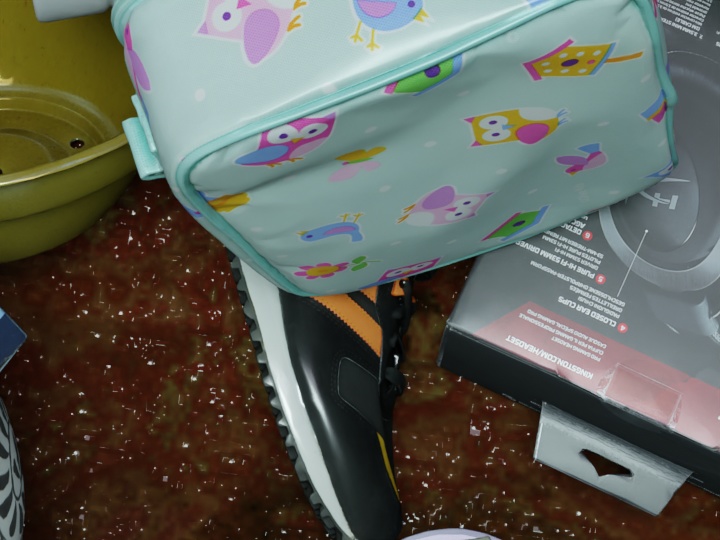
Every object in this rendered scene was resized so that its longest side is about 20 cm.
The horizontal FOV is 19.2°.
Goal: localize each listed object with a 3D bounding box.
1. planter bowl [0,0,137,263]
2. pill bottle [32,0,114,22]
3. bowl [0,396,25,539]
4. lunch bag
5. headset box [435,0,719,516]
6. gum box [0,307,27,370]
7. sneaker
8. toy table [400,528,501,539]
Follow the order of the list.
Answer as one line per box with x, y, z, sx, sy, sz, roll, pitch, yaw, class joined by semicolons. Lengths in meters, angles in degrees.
-0.138;-0.061;0.765;0.199;0.084;0.201;-1;42;1;planter bowl
-0.017;-0.141;0.702;0.199;0.111;0.112;-12;77;-7;pill bottle
-0.182;0.105;0.722;0.200;0.094;0.201;-23;38;19;bowl
0.013;-0.059;0.657;0.159;0.200;0.078;-18;72;7;lunch bag
0.127;-0.012;0.781;0.148;0.077;0.201;24;78;5;headset box
-0.224;0.055;0.695;0.170;0.199;0.045;-52;126;-20;gum box
0.000;0.000;0.779;0.089;0.070;0.201;-16;76;-2;sneaker
0.038;0.185;0.713;0.183;0.117;0.201;-16;79;-5;toy table
